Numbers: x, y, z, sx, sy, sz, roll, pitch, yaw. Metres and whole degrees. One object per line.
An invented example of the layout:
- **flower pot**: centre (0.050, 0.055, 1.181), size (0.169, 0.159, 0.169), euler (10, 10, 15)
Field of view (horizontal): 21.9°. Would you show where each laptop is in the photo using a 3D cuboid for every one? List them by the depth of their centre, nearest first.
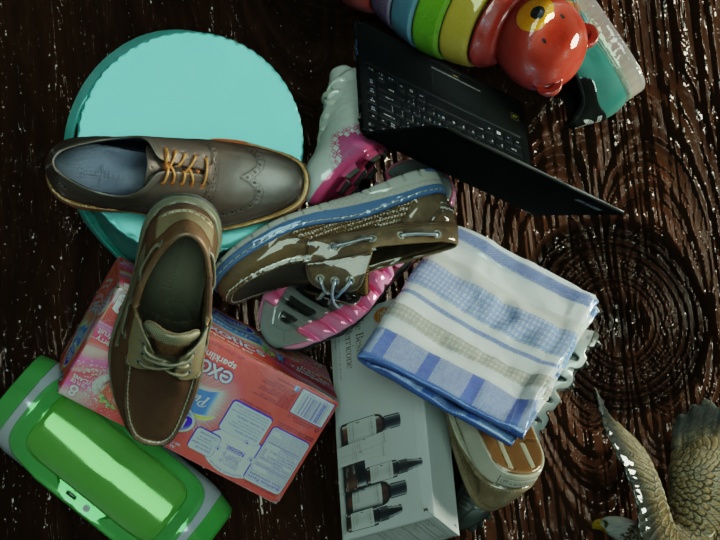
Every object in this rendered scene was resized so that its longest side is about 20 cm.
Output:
- **laptop**: centre (0.097, -0.122, 1.462), size (0.177, 0.103, 0.200), euler (24, 43, -28)

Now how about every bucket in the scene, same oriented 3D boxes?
- **bucket**: centre (-0.138, -0.095, 1.494), size (0.207, 0.135, 0.207), euler (0, 86, -6)

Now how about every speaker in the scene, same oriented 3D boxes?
- **speaker**: centre (-0.203, 0.158, 1.495), size (0.200, 0.088, 0.088), euler (39, 83, -2)

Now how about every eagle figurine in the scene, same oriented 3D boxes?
- **eagle figurine**: centre (0.249, 0.202, 1.518), size (0.151, 0.152, 0.200), euler (10, 90, 15)

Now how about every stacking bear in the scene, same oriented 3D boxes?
- **stacking bear**: centre (0.094, -0.215, 1.506), size (0.200, 0.114, 0.121), euler (33, 68, 20)

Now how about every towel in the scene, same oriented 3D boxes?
- **towel**: centre (0.097, 0.045, 1.469), size (0.147, 0.024, 0.200), euler (28, 40, 8)

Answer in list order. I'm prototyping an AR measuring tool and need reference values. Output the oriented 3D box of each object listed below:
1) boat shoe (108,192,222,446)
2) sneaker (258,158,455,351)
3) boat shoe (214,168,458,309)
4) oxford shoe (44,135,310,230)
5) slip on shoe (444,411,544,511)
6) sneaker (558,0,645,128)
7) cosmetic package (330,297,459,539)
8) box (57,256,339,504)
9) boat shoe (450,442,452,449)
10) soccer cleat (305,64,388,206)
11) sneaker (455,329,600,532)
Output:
- **boat shoe**: centre (-0.146, 0.044, 1.368), size (0.076, 0.072, 0.200), euler (5, 112, -8)
- **sneaker**: centre (0.000, 0.000, 1.518), size (0.200, 0.095, 0.079), euler (-41, 76, -13)
- **boat shoe**: centre (-0.017, -0.012, 1.436), size (0.200, 0.072, 0.072), euler (-24, 73, -6)
- **oxford shoe**: centre (-0.136, -0.067, 1.387), size (0.200, 0.073, 0.071), euler (0, 86, -6)
- **slip on shoe**: centre (0.092, 0.099, 1.479), size (0.076, 0.061, 0.200), euler (0, 50, -25)
- **sneaker**: centre (0.152, -0.210, 1.564), size (0.080, 0.071, 0.200), euler (-38, 92, -11)
- **cosmetic package**: centre (0.025, 0.121, 1.479), size (0.083, 0.051, 0.200), euler (-17, 56, 19)
- **box**: centre (-0.130, 0.087, 1.475), size (0.200, 0.095, 0.103), euler (28, 100, -14)
- **boat shoe**: centre (0.042, 0.148, 1.532), size (0.065, 0.073, 0.200), euler (38, 64, -44)
- **soccer cleat**: centre (-0.009, -0.118, 1.507), size (0.086, 0.070, 0.200), euler (41, 41, 5)
- **sneaker**: centre (0.114, 0.118, 1.542), size (0.090, 0.066, 0.200), euler (31, 82, 3)
